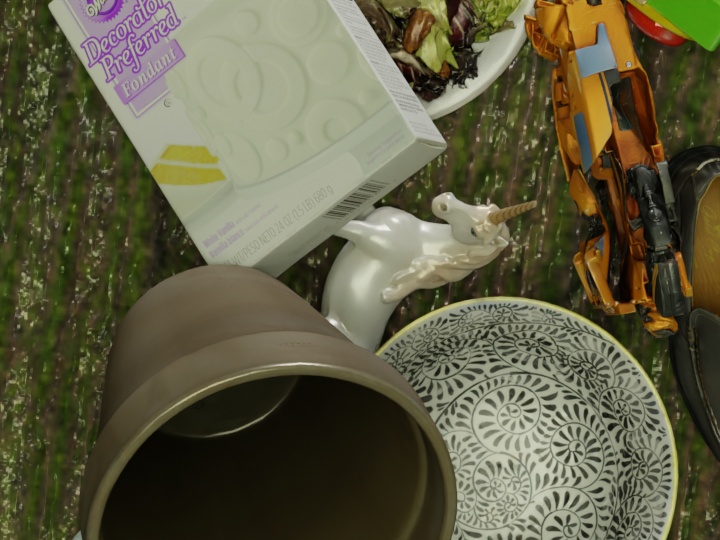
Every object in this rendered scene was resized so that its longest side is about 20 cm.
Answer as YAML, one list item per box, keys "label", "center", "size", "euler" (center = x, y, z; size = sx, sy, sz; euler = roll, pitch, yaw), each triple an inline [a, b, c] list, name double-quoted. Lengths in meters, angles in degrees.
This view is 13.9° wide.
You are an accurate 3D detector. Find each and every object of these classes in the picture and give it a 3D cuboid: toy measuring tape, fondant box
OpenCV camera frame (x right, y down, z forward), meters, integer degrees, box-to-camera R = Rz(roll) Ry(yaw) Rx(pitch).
- label: "toy measuring tape"
  center: [0.155, -0.188, 1.692]
  size: [0.200, 0.074, 0.074]
  euler: [39, 95, 12]
- label: "fondant box"
  center: [-0.065, -0.110, 1.668]
  size: [0.144, 0.058, 0.201]
  euler: [-37, 75, 16]

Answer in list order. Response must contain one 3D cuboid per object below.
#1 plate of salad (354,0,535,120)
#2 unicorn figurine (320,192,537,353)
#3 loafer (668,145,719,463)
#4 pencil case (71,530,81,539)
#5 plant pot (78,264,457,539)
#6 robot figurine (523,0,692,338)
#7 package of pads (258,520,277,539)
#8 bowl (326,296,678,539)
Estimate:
- label: "plate of salad"
  center: [0.009, -0.182, 1.706]
  size: [0.199, 0.048, 0.201]
  euler: [0, 95, 0]
- label: "unicorn figurine"
  center: [0.000, 0.000, 1.718]
  size: [0.137, 0.074, 0.201]
  euler: [28, 111, -2]
- label: "loafer"
  center: [0.214, 0.029, 1.709]
  size: [0.072, 0.072, 0.201]
  euler: [-15, 95, 1]
- label: "pencil case"
  center: [-0.131, 0.207, 1.667]
  size: [0.091, 0.200, 0.083]
  euler: [-38, 106, 9]
- label: "plant pot"
  center: [-0.065, 0.089, 1.585]
  size: [0.199, 0.174, 0.201]
  euler: [-8, 124, -12]
- label: "robot figurine"
  center: [0.141, -0.058, 1.670]
  size: [0.058, 0.145, 0.201]
  euler: [-12, 89, -1]
- label: "package of pads"
  center: [0.004, 0.221, 1.706]
  size: [0.200, 0.121, 0.076]
  euler: [39, 95, -3]
- label: "bowl"
  center: [0.078, 0.117, 1.702]
  size: [0.199, 0.094, 0.202]
  euler: [0, 88, -3]
